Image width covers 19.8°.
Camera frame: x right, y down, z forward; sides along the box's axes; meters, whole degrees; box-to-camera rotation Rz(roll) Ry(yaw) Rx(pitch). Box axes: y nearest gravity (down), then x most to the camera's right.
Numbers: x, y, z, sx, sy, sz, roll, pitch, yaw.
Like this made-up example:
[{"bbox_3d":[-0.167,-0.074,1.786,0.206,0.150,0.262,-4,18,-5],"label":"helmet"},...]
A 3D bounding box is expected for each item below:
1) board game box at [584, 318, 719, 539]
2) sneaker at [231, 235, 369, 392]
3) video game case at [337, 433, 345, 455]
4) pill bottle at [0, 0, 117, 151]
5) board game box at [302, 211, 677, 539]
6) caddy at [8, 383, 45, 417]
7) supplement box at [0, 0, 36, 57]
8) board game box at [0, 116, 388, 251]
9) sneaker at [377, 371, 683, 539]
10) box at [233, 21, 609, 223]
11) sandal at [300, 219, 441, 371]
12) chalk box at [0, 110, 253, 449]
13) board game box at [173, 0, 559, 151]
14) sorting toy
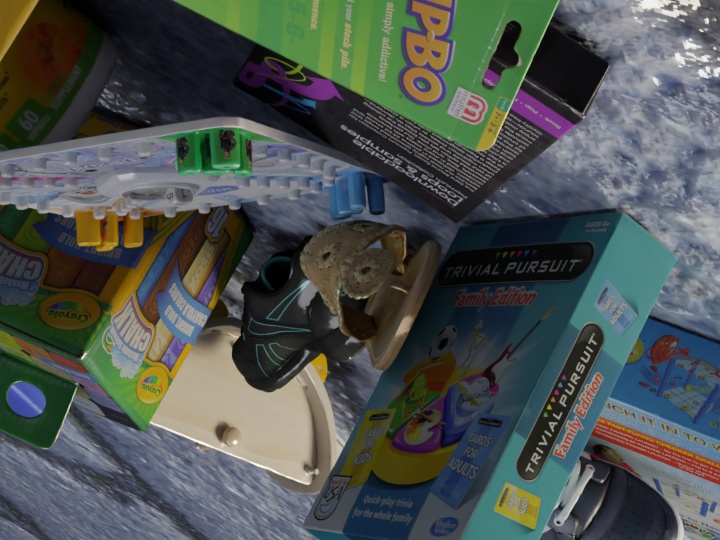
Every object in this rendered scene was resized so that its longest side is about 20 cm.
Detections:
[{"bbox_3d":[0.175,0.094,1.245,0.200,0.056,0.196,21,160,23],"label":"board game box"},{"bbox_3d":[-0.044,0.024,1.382,0.079,0.075,0.200,44,151,-10],"label":"sneaker"},{"bbox_3d":[-0.096,0.130,1.789,0.200,0.023,0.182,16,157,35],"label":"video game case"},{"bbox_3d":[-0.245,-0.142,1.146,0.200,0.111,0.111,36,160,-22],"label":"pill bottle"},{"bbox_3d":[0.066,0.066,1.101,0.047,0.200,0.151,37,160,-25],"label":"board game box"},{"bbox_3d":[-0.242,0.026,1.495,0.105,0.141,0.200,42,180,-20],"label":"caddy"},{"bbox_3d":[-0.229,-0.192,0.936,0.200,0.131,0.103,37,160,-21],"label":"supplement box"},{"bbox_3d":[-0.110,-0.043,1.118,0.199,0.026,0.200,-7,172,24],"label":"board game box"},{"bbox_3d":[0.095,0.113,1.212,0.200,0.070,0.109,25,163,19],"label":"sneaker"},{"bbox_3d":[0.022,-0.095,1.002,0.143,0.036,0.200,32,160,-6],"label":"box"},{"bbox_3d":[-0.002,0.005,1.174,0.069,0.078,0.212,24,-178,-1],"label":"sandal"},{"bbox_3d":[-0.179,0.015,1.322,0.125,0.200,0.124,20,160,23],"label":"chalk box"},{"bbox_3d":[-0.014,-0.134,0.884,0.200,0.030,0.096,28,122,8],"label":"board game box"},{"bbox_3d":[-0.139,0.089,1.538,0.200,0.107,0.180,26,158,-39],"label":"sorting toy"}]
